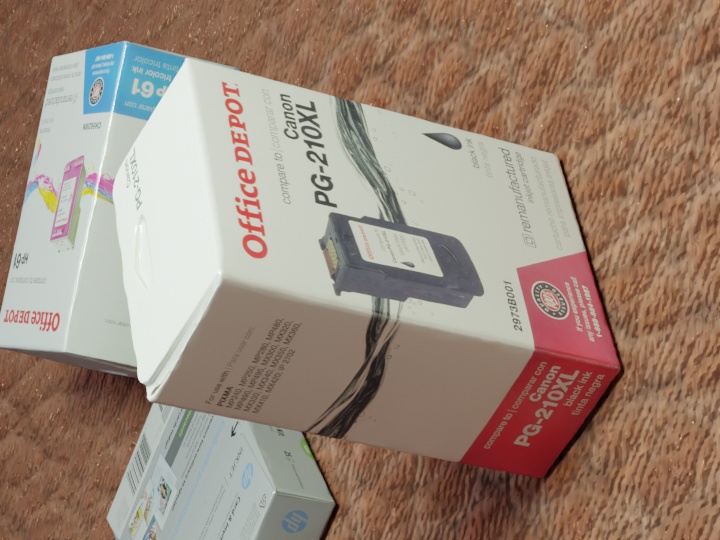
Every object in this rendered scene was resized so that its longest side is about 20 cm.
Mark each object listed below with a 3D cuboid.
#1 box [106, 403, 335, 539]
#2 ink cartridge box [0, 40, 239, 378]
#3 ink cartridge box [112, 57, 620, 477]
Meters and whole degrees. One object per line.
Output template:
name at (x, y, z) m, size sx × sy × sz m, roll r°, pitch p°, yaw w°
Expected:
box at (-0.083, 0.136, 1.574) m, size 0.156 × 0.041 × 0.200 m, roll -67°, pitch 25°, yaw 22°
ink cartridge box at (-0.156, -0.036, 1.772) m, size 0.145 × 0.085 × 0.200 m, roll -1°, pitch 78°, yaw 65°
ink cartridge box at (0.000, 0.000, 1.263) m, size 0.084 × 0.200 × 0.145 m, roll -58°, pitch 30°, yaw 36°
